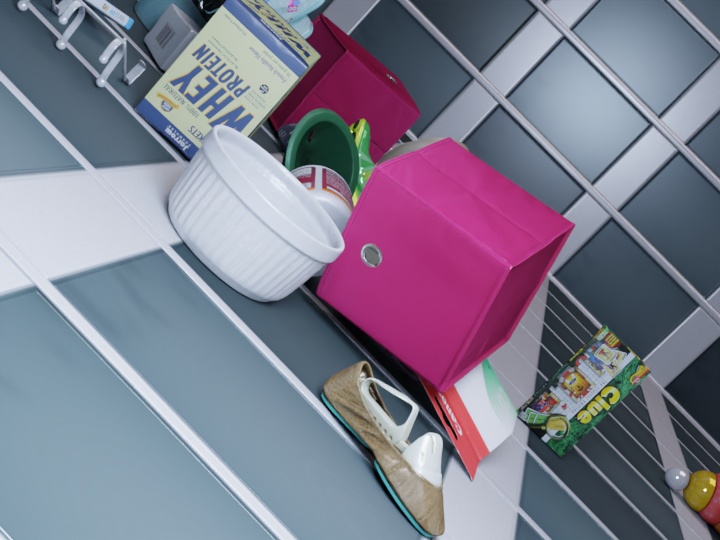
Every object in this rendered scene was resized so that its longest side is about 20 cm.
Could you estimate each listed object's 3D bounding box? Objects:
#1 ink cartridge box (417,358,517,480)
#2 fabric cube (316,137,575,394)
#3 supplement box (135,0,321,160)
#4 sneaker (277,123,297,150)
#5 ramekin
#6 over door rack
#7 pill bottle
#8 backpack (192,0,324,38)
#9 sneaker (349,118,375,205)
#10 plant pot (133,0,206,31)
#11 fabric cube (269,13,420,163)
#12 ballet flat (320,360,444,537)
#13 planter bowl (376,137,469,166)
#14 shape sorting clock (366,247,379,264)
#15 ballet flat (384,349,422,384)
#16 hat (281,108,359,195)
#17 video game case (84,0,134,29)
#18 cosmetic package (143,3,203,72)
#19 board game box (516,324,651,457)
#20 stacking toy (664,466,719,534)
[{"bbox_3d":[0.136,0.153,1.465,0.162,0.050,0.200,62,15,-5],"label":"ink cartridge box"},{"bbox_3d":[0.101,-0.011,1.396,0.199,0.197,0.200,38,32,17],"label":"fabric cube"},{"bbox_3d":[-0.172,-0.255,1.563,0.134,0.200,0.200,42,14,-7],"label":"supplement box"},{"bbox_3d":[-0.074,-0.178,1.995,0.200,0.070,0.082,42,-32,32],"label":"sneaker"},{"bbox_3d":[-0.124,-0.058,1.303,0.200,0.105,0.200,43,12,-11],"label":"ramekin"},{"bbox_3d":[-0.353,-0.299,1.461,0.148,0.067,0.200,45,-2,-3],"label":"over door rack"},{"bbox_3d":[-0.063,-0.075,1.541,0.113,0.113,0.200,41,13,-14],"label":"pill bottle"},{"bbox_3d":[-0.151,-0.432,1.846,0.154,0.199,0.176,55,0,-32],"label":"backpack"},{"bbox_3d":[0.002,-0.146,1.892,0.083,0.074,0.202,8,76,-34],"label":"sneaker"},{"bbox_3d":[-0.270,-0.436,1.992,0.200,0.135,0.200,42,12,-11],"label":"plant pot"},{"bbox_3d":[-0.044,-0.316,2.154,0.199,0.200,0.197,36,16,-32],"label":"fabric cube"},{"bbox_3d":[0.038,0.170,1.166,0.200,0.072,0.068,52,14,29],"label":"ballet flat"},{"bbox_3d":[0.138,-0.164,2.383,0.200,0.199,0.136,28,48,-54],"label":"planter bowl"},{"bbox_3d":[0.000,0.000,1.674,0.199,0.039,0.200,39,17,-14],"label":"shape sorting clock"},{"bbox_3d":[0.035,0.064,1.503,0.200,0.069,0.071,50,-7,10],"label":"ballet flat"},{"bbox_3d":[-0.113,-0.162,1.817,0.175,0.166,0.200,9,-33,38],"label":"hat"},{"bbox_3d":[-0.419,-0.405,1.590,0.143,0.018,0.200,34,2,42],"label":"video game case"},{"bbox_3d":[-0.237,-0.319,1.842,0.199,0.081,0.113,32,15,-42],"label":"cosmetic package"},{"bbox_3d":[0.351,0.191,1.827,0.105,0.200,0.023,41,11,-10],"label":"board game box"},{"bbox_3d":[0.726,0.464,2.419,0.199,0.147,0.146,28,13,0],"label":"stacking toy"}]
